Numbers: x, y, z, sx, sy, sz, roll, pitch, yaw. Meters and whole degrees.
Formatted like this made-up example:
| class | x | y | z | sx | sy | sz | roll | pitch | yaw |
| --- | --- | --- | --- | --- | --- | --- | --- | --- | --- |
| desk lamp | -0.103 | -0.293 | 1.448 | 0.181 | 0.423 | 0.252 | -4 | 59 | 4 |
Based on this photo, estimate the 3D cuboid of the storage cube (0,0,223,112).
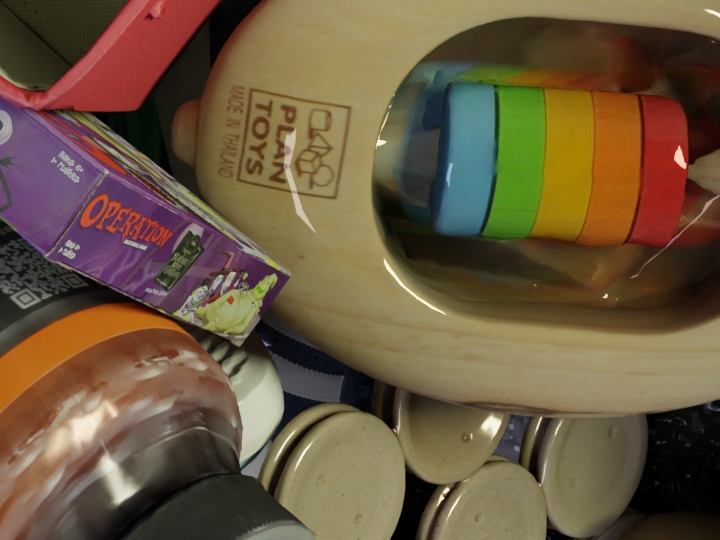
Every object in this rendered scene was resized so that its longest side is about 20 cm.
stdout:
| class | x | y | z | sx | sy | sz | roll | pitch | yaw |
| --- | --- | --- | --- | --- | --- | --- | --- | --- | --- |
| storage cube | -0.073 | -0.152 | 0.676 | 0.200 | 0.180 | 0.171 | 41 | 94 | -1 |

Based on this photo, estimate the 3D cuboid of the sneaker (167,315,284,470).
| class | x | y | z | sx | sy | sz | roll | pitch | yaw |
| --- | --- | --- | --- | --- | --- | --- | --- | --- | --- |
| sneaker | -0.100 | 0.075 | 0.828 | 0.200 | 0.074 | 0.082 | -19 | 126 | 22 |

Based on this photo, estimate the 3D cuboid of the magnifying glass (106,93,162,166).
| class | x | y | z | sx | sy | sz | roll | pitch | yaw |
| --- | --- | --- | --- | --- | --- | --- | --- | --- | --- |
| magnifying glass | -0.076 | -0.084 | 0.801 | 0.022 | 0.080 | 0.201 | 8 | 93 | 30 |

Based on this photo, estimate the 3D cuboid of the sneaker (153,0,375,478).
| class | x | y | z | sx | sy | sz | roll | pitch | yaw |
| --- | --- | --- | --- | --- | --- | --- | --- | --- | --- |
| sneaker | 0.000 | 0.000 | 0.854 | 0.084 | 0.075 | 0.200 | -3 | 126 | 15 |

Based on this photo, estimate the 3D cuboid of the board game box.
| class | x | y | z | sx | sy | sz | roll | pitch | yaw |
| --- | --- | --- | --- | --- | --- | --- | --- | --- | --- |
| board game box | -0.115 | -0.058 | 0.709 | 0.200 | 0.120 | 0.032 | 38 | 97 | 21 |

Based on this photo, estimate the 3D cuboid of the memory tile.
| class | x | y | z | sx | sy | sz | roll | pitch | yaw |
| --- | --- | --- | --- | --- | --- | --- | --- | --- | --- |
| memory tile | 0.017 | 0.091 | 0.824 | 0.017 | 0.200 | 0.154 | 16 | 131 | 42 |

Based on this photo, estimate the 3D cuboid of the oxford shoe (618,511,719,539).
| class | x | y | z | sx | sy | sz | roll | pitch | yaw |
| --- | --- | --- | --- | --- | --- | --- | --- | --- | --- |
| oxford shoe | 0.159 | 0.065 | 0.817 | 0.200 | 0.073 | 0.085 | -10 | 107 | 24 |

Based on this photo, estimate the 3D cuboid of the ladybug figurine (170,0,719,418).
| class | x | y | z | sx | sy | sz | roll | pitch | yaw |
| --- | --- | --- | --- | --- | --- | --- | --- | --- | --- |
| ladybug figurine | 0.048 | -0.032 | 0.770 | 0.199 | 0.072 | 0.136 | 8 | 103 | -9 |

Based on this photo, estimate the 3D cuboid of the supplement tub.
| class | x | y | z | sx | sy | sz | roll | pitch | yaw |
| --- | --- | --- | --- | --- | --- | --- | --- | --- | --- |
| supplement tub | -0.103 | 0.033 | 0.712 | 0.200 | 0.107 | 0.107 | 39 | 134 | 27 |
